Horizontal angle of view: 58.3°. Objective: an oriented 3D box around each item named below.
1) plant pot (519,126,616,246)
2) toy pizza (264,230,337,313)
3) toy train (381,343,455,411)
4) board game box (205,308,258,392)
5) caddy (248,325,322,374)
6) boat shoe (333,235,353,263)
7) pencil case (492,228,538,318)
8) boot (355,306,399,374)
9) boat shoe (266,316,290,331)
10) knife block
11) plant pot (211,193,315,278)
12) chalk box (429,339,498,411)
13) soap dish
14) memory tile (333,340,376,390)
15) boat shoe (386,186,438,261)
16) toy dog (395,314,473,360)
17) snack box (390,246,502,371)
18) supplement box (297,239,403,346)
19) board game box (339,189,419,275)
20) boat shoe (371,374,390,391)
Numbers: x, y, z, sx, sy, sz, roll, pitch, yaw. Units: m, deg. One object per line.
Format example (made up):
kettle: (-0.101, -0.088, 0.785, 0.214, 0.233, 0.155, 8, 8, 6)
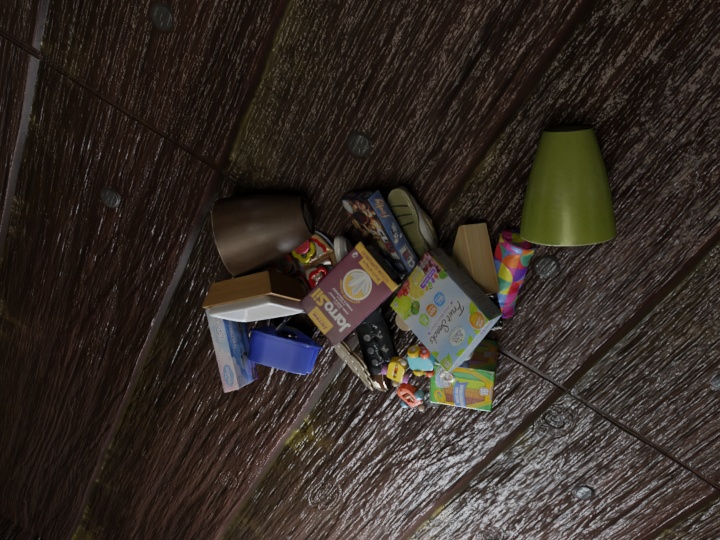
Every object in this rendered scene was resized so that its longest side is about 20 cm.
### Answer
plant pot: (0.400, -0.170, 1.247, 0.183, 0.187, 0.205, 0, 106, 17)
toy pizza: (-0.141, 0.000, 1.539, 0.195, 0.032, 0.206, 1, 94, 15)
toy train: (0.136, 0.244, 1.521, 0.149, 0.056, 0.200, 39, 134, -6)
board game box: (-0.318, 0.188, 1.618, 0.042, 0.199, 0.205, -14, 87, 5)
caddy: (-0.196, 0.196, 1.664, 0.195, 0.141, 0.108, 13, 87, 8)
boat shoe: (0.000, 0.000, 1.523, 0.067, 0.072, 0.203, -13, 116, 22)
pencil case: (0.327, 0.006, 1.420, 0.086, 0.089, 0.203, 16, 125, 6)
boot: (0.000, 0.160, 1.566, 0.161, 0.066, 0.203, -4, 123, 28)
boat shoe: (-0.170, 0.067, 1.603, 0.074, 0.093, 0.202, 29, 125, -3)
knife block: (0.261, 0.024, 1.396, 0.063, 0.176, 0.204, -8, 128, -24)
plant pot: (-0.210, -0.099, 1.478, 0.196, 0.188, 0.190, -15, 117, 10)
chalk box: (0.230, 0.243, 1.571, 0.195, 0.125, 0.127, 5, 122, 14)
soap dish: (-0.240, 0.061, 1.489, 0.196, 0.157, 0.083, -12, 74, 26)
memory tile: (-0.024, 0.214, 1.583, 0.153, 0.017, 0.201, 44, 166, 27)
boat shoe: (0.118, -0.102, 1.425, 0.073, 0.069, 0.203, -5, 121, 35)
toy dog: (0.183, 0.117, 1.504, 0.196, 0.133, 0.098, 21, 121, 2)
snack box: (0.179, 0.082, 1.380, 0.200, 0.067, 0.170, 47, 127, 21)
supplement box: (-0.021, 0.047, 1.431, 0.200, 0.103, 0.131, -44, 86, 11)
board game box: (0.044, -0.084, 1.434, 0.202, 0.034, 0.135, 58, 158, -20)
boat shoe: (0.054, 0.224, 1.646, 0.070, 0.076, 0.203, -6, 121, 18)
